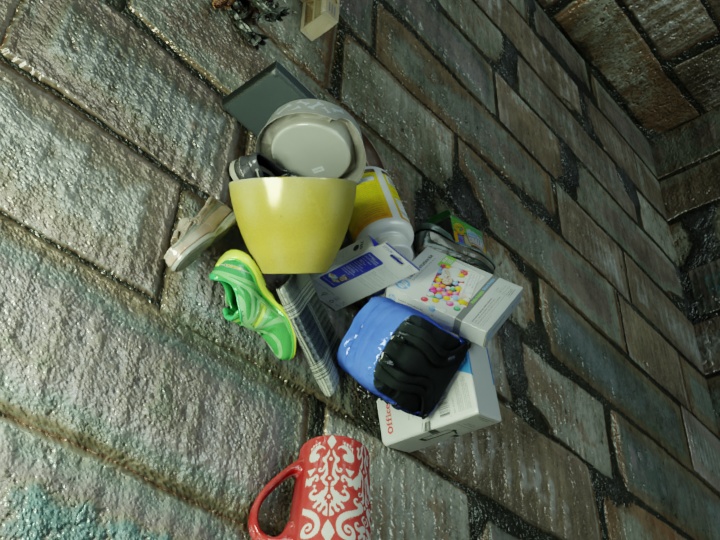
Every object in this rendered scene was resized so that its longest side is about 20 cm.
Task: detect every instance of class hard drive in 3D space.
[{"bbox_3d":[-0.131,-0.273,1.596,0.200,0.139,0.033,39,40,-33],"label":"hard drive"}]

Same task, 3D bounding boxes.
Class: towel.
[{"bbox_3d":[-0.080,0.095,1.448,0.193,0.034,0.200,65,10,-6],"label":"towel"}]

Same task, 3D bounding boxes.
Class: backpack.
[{"bbox_3d":[0.050,0.138,1.464,0.200,0.168,0.163,33,81,-51],"label":"backpack"}]

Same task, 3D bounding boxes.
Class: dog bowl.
[{"bbox_3d":[-0.086,-0.221,1.579,0.200,0.200,0.059,40,40,-32],"label":"dog bowl"}]

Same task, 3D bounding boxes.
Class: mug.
[{"bbox_3d":[-0.056,0.341,1.278,0.177,0.133,0.200,42,34,-33],"label":"mug"}]

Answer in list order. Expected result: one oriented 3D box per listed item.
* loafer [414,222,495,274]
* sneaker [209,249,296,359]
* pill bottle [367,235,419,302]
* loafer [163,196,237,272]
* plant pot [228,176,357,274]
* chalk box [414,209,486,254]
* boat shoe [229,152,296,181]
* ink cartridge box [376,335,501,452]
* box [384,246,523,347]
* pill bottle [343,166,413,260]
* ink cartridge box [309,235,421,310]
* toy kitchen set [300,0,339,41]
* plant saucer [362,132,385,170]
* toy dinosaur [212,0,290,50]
[{"bbox_3d":[0.181,-0.021,1.732,0.200,0.072,0.063,29,57,-27],"label":"loafer"},{"bbox_3d":[-0.171,0.064,1.382,0.084,0.074,0.200,-41,110,-26],"label":"sneaker"},{"bbox_3d":[0.059,-0.016,1.707,0.114,0.114,0.200,22,50,-46],"label":"pill bottle"},{"bbox_3d":[-0.253,-0.058,1.350,0.063,0.072,0.200,42,28,-1],"label":"loafer"},{"bbox_3d":[-0.104,-0.066,1.379,0.200,0.200,0.142,1,88,-55],"label":"plant pot"},{"bbox_3d":[0.189,-0.031,1.894,0.124,0.125,0.200,24,50,-45],"label":"chalk box"},{"bbox_3d":[-0.140,-0.144,1.564,0.200,0.063,0.073,32,43,-39],"label":"boat shoe"},{"bbox_3d":[0.132,0.222,1.562,0.084,0.200,0.146,26,47,-47],"label":"ink cartridge box"},{"bbox_3d":[0.167,0.043,1.576,0.156,0.200,0.041,-41,146,-44],"label":"box"},{"bbox_3d":[0.031,-0.090,1.617,0.109,0.109,0.200,29,31,-42],"label":"pill bottle"},{"bbox_3d":[0.000,0.000,1.531,0.099,0.200,0.039,39,41,-35],"label":"ink cartridge box"},{"bbox_3d":[-0.107,-0.647,1.877,0.200,0.163,0.181,35,42,-36],"label":"toy kitchen set"},{"bbox_3d":[-0.018,-0.217,1.818,0.200,0.034,0.201,33,43,-37],"label":"plant saucer"},{"bbox_3d":[-0.224,-0.508,1.707,0.136,0.102,0.200,49,50,5],"label":"toy dinosaur"}]
